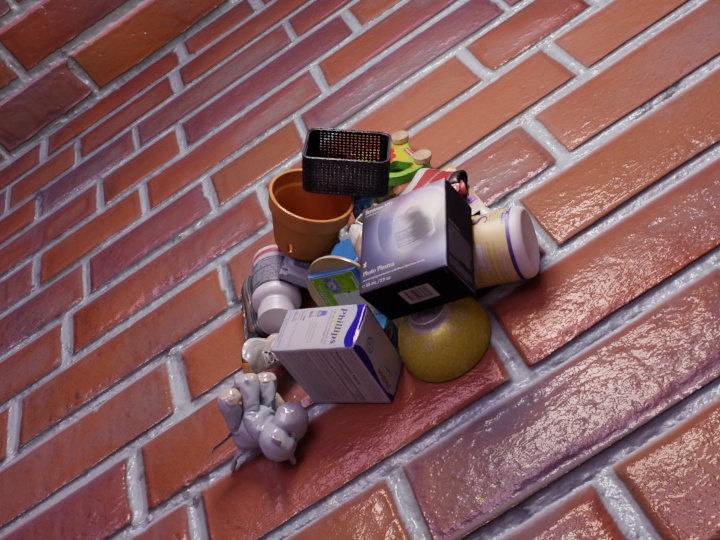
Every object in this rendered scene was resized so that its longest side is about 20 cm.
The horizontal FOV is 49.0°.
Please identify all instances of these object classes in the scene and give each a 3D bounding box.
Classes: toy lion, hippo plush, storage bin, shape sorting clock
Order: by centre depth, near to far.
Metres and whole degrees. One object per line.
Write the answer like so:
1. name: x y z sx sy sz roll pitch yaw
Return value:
1. hippo plush: -0.196 0.306 1.580 0.159 0.160 0.201 15 60 44
2. shape sorting clock: -0.026 0.048 1.677 0.197 0.202 0.039 -5 36 32
3. storage bin: -0.030 -0.246 1.794 0.196 0.095 0.136 5 39 2
4. toy lion: 0.063 -0.267 1.981 0.189 0.070 0.200 -25 39 -13

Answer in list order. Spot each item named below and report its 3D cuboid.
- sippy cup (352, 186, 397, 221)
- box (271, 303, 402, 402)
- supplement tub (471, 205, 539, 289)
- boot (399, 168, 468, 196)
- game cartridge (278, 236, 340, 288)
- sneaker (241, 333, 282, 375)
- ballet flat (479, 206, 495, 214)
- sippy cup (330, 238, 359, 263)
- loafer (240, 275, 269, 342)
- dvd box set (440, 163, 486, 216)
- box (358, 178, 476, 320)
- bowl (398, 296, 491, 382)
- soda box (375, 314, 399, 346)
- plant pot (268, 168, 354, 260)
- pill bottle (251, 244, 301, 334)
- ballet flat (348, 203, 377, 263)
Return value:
1. sippy cup: 0.033 -0.156 1.884 0.175 0.131 0.141 1 52 35
2. box: -0.043 0.170 1.582 0.197 0.185 0.106 -5 46 31
3. supplement tub: 0.250 -0.040 1.601 0.197 0.146 0.147 -12 45 25
4. boot: 0.163 -0.153 1.788 0.142 0.073 0.202 7 55 40
5. game cartridge: -0.112 -0.029 1.871 0.202 0.131 0.042 -77 14 -51
6. sneaker: -0.182 0.176 1.701 0.090 0.077 0.199 -2 9 24
7. ballet flat: 0.248 -0.094 1.710 0.197 0.068 0.077 -23 67 19
8. sippy cup: 0.000 0.000 1.745 0.138 0.131 0.179 20 64 45
9. loafer: -0.268 0.095 1.911 0.062 0.072 0.202 -34 42 13
10. dvd box set: 0.195 -0.152 1.839 0.145 0.030 0.201 -34 40 4
11. box: 0.107 -0.039 1.522 0.197 0.123 0.201 -19 51 30
12. bowl: 0.151 0.106 1.562 0.197 0.108 0.202 -19 43 19
13. soda box: -0.020 0.144 1.684 0.197 0.064 0.069 -7 47 32
14. plant pot: -0.123 -0.121 1.826 0.196 0.142 0.202 9 40 -8
15. pill bottle: -0.198 0.048 1.862 0.118 0.120 0.202 -23 41 15
16. ballet flat: 0.013 -0.080 1.665 0.066 0.069 0.201 23 35 7
